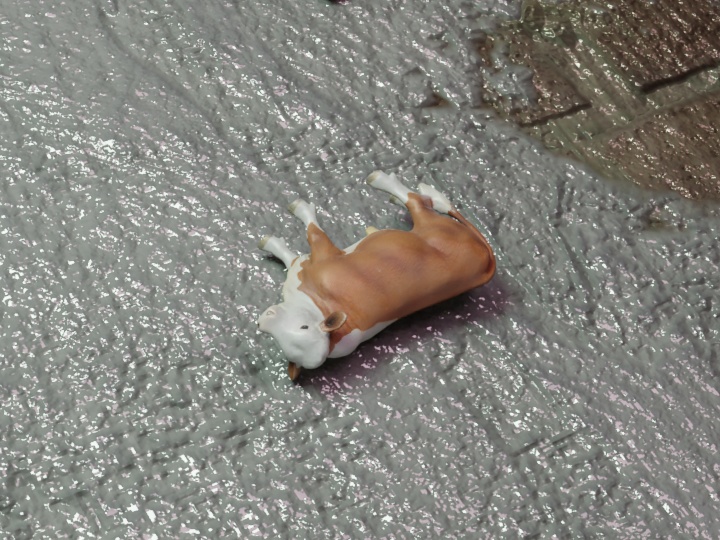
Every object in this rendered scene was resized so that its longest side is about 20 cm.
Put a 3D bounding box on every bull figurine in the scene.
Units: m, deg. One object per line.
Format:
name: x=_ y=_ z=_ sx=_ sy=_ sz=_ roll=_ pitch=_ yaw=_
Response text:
bull figurine: x=0.000 y=0.000 z=0.984 sx=0.199 sy=0.065 sz=0.122 roll=-18 pitch=61 yaw=-29
